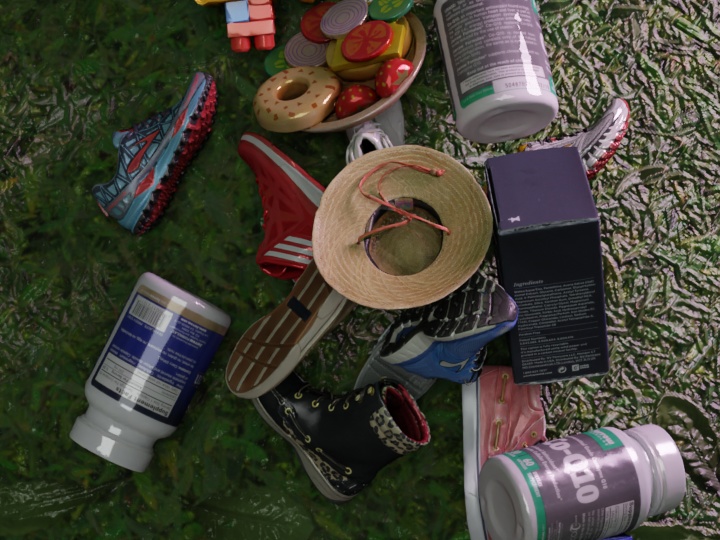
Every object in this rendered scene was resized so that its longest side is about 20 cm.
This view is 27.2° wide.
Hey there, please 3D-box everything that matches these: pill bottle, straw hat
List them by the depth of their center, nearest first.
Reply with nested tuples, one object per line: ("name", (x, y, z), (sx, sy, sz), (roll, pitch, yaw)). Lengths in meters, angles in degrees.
("straw hat", (0.048, -0.025, 1.540), (0.199, 0.085, 0.202), (-5, 57, 7))
("pill bottle", (0.235, 0.230, 1.574), (0.199, 0.113, 0.114), (-11, 84, -22))
("pill bottle", (0.143, -0.252, 1.633), (0.112, 0.113, 0.202), (-11, 72, 4))
("pill bottle", (-0.236, 0.114, 1.649), (0.115, 0.116, 0.201), (27, 88, 6))

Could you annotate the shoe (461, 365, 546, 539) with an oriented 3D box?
("shoe", (0.160, 0.202, 1.631), (0.090, 0.071, 0.202), (-2, 81, 8))

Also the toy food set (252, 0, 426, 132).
("toy food set", (-0.021, -0.232, 1.650), (0.199, 0.049, 0.199), (-10, 48, 23))

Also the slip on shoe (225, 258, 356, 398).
("slip on shoe", (-0.063, 0.060, 1.590), (0.200, 0.060, 0.076), (-53, 49, 6))

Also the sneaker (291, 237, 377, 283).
("sneaker", (0.000, 0.000, 1.643), (0.199, 0.071, 0.113), (33, 90, 33))

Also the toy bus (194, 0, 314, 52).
("toy bus", (-0.103, -0.348, 1.680), (0.198, 0.136, 0.194), (-9, 97, 1))

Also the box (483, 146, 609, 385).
("box", (0.196, -0.005, 1.564), (0.103, 0.148, 0.201), (-7, 125, 3))

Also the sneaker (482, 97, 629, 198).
("sneaker", (0.218, -0.124, 1.652), (0.200, 0.078, 0.082), (-41, 82, 0))

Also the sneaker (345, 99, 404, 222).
("sneaker", (0.014, -0.157, 1.653), (0.073, 0.116, 0.202), (-16, 82, 5))

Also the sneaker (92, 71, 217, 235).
("sneaker", (-0.238, -0.147, 1.691), (0.095, 0.079, 0.201), (30, 88, 9))

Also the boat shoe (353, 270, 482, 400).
("boat shoe", (0.065, 0.076, 1.660), (0.074, 0.065, 0.203), (34, 94, -6))

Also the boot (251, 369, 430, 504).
("boot", (-0.027, 0.140, 1.616), (0.153, 0.073, 0.204), (-36, 89, 38))

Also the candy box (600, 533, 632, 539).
("candy box", (0.221, 0.394, 1.607), (0.168, 0.077, 0.202), (-7, 83, 3))

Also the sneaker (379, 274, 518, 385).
("sneaker", (0.107, 0.067, 1.551), (0.089, 0.200, 0.079), (32, 61, -19))

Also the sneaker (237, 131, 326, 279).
("sneaker", (-0.099, -0.067, 1.643), (0.116, 0.078, 0.200), (-51, 48, 1))
